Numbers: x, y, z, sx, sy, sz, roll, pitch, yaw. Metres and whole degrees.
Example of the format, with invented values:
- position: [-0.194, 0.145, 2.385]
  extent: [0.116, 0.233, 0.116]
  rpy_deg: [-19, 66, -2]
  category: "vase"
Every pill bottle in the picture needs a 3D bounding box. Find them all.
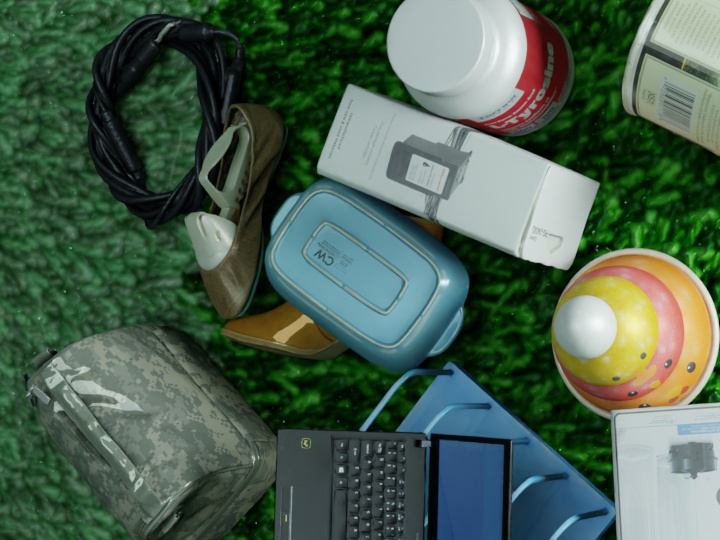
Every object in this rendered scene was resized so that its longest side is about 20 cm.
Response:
- position: [0.098, -0.177, 1.683]
  extent: [0.111, 0.200, 0.113]
  rpy_deg: [-1, 87, 24]
  category: "pill bottle"

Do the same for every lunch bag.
- position: [-0.193, 0.148, 1.813]
  extent: [0.139, 0.168, 0.200]
  rpy_deg: [-47, 71, 14]
  category: "lunch bag"

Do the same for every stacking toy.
- position: [0.197, 0.051, 1.628]
  extent: [0.145, 0.200, 0.147]
  rpy_deg: [-1, 87, 24]
  category: "stacking toy"

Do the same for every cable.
- position: [-0.191, -0.139, 1.891]
  extent: [0.162, 0.051, 0.202]
  rpy_deg: [12, 93, 24]
  category: "cable"

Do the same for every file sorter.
- position: [0.089, 0.192, 1.711]
  extent: [0.200, 0.123, 0.139]
  rpy_deg: [42, 103, 20]
  category: "file sorter"

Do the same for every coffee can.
- position: [0.329, -0.150, 1.609]
  extent: [0.199, 0.146, 0.147]
  rpy_deg: [29, 99, 22]
  category: "coffee can"

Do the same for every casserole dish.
- position: [0.000, 0.000, 1.745]
  extent: [0.200, 0.039, 0.122]
  rpy_deg: [36, 92, 18]
  category: "casserole dish"

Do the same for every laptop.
- position: [0.022, 0.218, 1.612]
  extent: [0.198, 0.103, 0.179]
  rpy_deg: [2, 87, 6]
  category: "laptop"

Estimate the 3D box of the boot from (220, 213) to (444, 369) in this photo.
- position: [-0.023, 0.008, 1.807]
  extent: [0.200, 0.071, 0.145]
  rpy_deg: [5, 83, 21]
  category: "boot"

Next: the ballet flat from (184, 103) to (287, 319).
- position: [-0.118, -0.060, 1.815]
  extent: [0.068, 0.072, 0.201]
  rpy_deg: [-2, 69, 47]
  category: "ballet flat"

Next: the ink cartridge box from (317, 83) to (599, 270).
- position: [0.086, -0.078, 1.713]
  extent: [0.199, 0.145, 0.084]
  rpy_deg: [23, 96, 23]
  category: "ink cartridge box"

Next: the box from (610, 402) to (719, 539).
- position: [0.265, 0.209, 1.610]
  extent: [0.116, 0.060, 0.202]
  rpy_deg: [-4, 81, 21]
  category: "box"
